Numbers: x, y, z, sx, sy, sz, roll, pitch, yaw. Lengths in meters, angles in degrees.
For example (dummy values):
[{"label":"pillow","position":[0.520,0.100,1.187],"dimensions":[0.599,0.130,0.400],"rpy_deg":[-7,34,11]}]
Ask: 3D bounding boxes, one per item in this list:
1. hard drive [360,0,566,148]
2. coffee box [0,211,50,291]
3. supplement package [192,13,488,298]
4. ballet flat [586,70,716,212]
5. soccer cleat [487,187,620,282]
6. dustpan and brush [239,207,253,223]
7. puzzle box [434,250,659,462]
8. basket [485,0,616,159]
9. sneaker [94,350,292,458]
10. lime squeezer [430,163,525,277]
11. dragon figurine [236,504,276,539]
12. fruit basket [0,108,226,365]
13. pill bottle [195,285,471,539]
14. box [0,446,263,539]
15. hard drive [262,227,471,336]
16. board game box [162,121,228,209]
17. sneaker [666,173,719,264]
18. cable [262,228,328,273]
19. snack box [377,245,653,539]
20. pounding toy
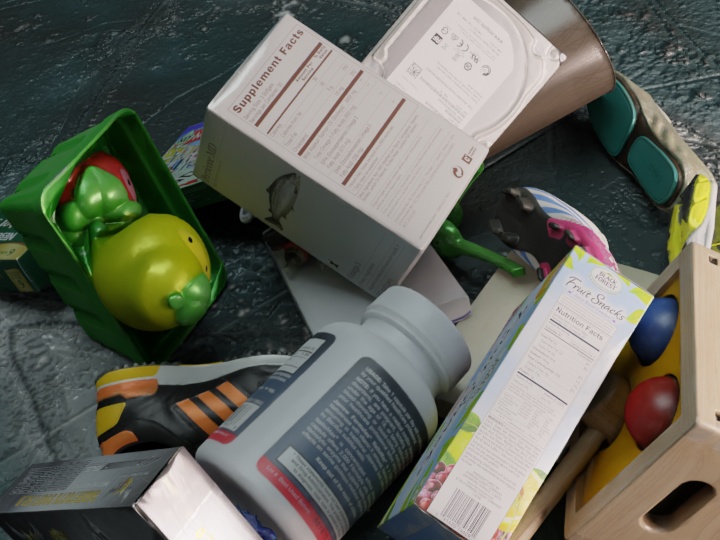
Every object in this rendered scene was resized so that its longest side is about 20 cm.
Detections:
[{"label":"hard drive","position":[0.067,-0.158,1.035],"dimensions":[0.200,0.140,0.038],"rpy_deg":[-48,6,7]},{"label":"coffee box","position":[-0.301,-0.059,1.149],"dimensions":[0.123,0.044,0.200],"rpy_deg":[1,42,40]},{"label":"supplement package","position":[-0.020,-0.089,0.947],"dimensions":[0.200,0.117,0.118],"rpy_deg":[34,64,2]},{"label":"ballet flat","position":[0.277,-0.119,1.106],"dimensions":[0.062,0.068,0.201],"rpy_deg":[7,41,-24]},{"label":"soccer cleat","position":[0.177,-0.011,0.939],"dimensions":[0.086,0.070,0.200],"rpy_deg":[13,25,-25]},{"label":"dustpan and brush","position":[-0.080,-0.095,1.119],"dimensions":[0.139,0.057,0.201],"rpy_deg":[-17,38,23]},{"label":"puzzle box","position":[0.147,0.058,0.961],"dimensions":[0.133,0.026,0.200],"rpy_deg":[19,51,29]},{"label":"basket","position":[0.112,-0.179,1.121],"dimensions":[0.200,0.136,0.180],"rpy_deg":[-35,47,-2]},{"label":"sneaker","position":[-0.115,0.121,0.939],"dimensions":[0.199,0.070,0.091],"rpy_deg":[-4,70,-1]},{"label":"lime squeezer","position":[0.095,-0.048,1.065],"dimensions":[0.070,0.038,0.200],"rpy_deg":[-26,30,10]},{"label":"dragon figurine","position":[-0.135,0.186,0.836],"dimensions":[0.199,0.100,0.059],"rpy_deg":[21,51,30]},{"label":"fruit basket","position":[-0.184,-0.017,0.985],"dimensions":[0.215,0.216,0.156],"rpy_deg":[14,48,25]},{"label":"pill bottle","position":[-0.013,0.110,0.863],"dimensions":[0.119,0.120,0.200],"rpy_deg":[30,63,36]},{"label":"box","position":[-0.129,0.188,0.733],"dimensions":[0.200,0.159,0.048],"rpy_deg":[-14,29,48]},{"label":"hard drive","position":[0.000,0.000,1.038],"dimensions":[0.131,0.025,0.200],"rpy_deg":[-20,36,-8]},{"label":"board game box","position":[-0.135,-0.112,1.138],"dimensions":[0.199,0.029,0.135],"rpy_deg":[-12,36,43]},{"label":"sneaker","position":[0.296,0.006,0.947],"dimensions":[0.084,0.075,0.201],"rpy_deg":[15,57,2]},{"label":"cable","position":[-0.024,-0.056,1.085],"dimensions":[0.097,0.051,0.200],"rpy_deg":[-18,19,25]},{"label":"snack box","position":[0.100,0.100,0.786],"dimensions":[0.068,0.169,0.200],"rpy_deg":[32,73,4]},{"label":"pounding toy","position":[0.194,0.114,0.787],"dimensions":[0.142,0.200,0.185],"rpy_deg":[23,45,-9]}]
